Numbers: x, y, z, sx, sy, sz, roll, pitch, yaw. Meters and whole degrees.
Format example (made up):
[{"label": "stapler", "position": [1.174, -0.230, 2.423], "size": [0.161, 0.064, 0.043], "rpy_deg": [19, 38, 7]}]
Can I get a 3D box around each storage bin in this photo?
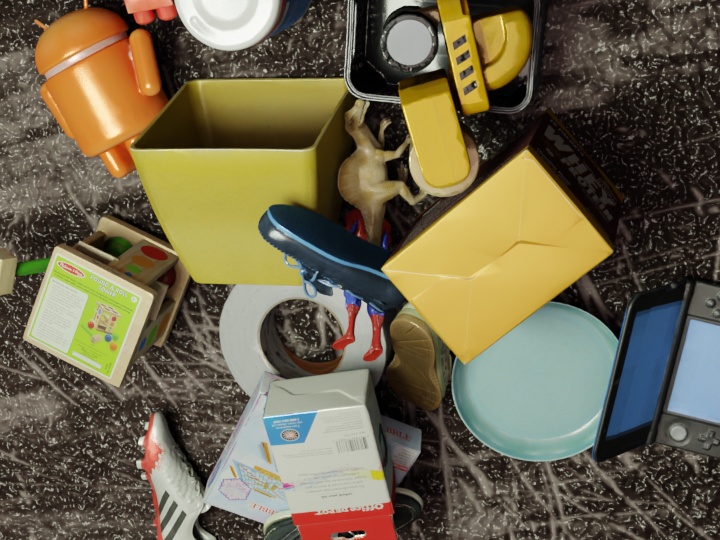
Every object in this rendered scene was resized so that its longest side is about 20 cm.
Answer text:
[{"label": "storage bin", "position": [0.091, -0.247, 1.469], "size": [0.199, 0.094, 0.136], "rpy_deg": [7, 108, 11]}]

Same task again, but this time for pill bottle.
[{"label": "pill bottle", "position": [-0.110, -0.296, 1.445], "size": [0.112, 0.200, 0.113], "rpy_deg": [4, 107, 13]}]

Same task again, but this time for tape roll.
[{"label": "tape roll", "position": [-0.060, 0.071, 1.622], "size": [0.200, 0.066, 0.201], "rpy_deg": [4, 108, 13]}]

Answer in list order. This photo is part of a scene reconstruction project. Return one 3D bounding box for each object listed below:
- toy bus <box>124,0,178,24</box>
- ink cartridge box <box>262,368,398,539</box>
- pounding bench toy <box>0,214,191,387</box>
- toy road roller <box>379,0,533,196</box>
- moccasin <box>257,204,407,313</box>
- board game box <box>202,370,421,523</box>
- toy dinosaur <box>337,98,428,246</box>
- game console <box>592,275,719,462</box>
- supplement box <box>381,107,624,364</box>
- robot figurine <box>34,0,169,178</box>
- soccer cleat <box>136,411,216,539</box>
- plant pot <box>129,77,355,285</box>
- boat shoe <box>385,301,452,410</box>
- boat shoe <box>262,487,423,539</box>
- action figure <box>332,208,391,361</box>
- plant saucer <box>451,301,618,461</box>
[{"label": "toy bus", "position": [-0.217, -0.367, 1.496], "size": [0.199, 0.136, 0.192], "rpy_deg": [-12, 117, 14]}, {"label": "ink cartridge box", "position": [-0.028, 0.213, 1.549], "size": [0.116, 0.067, 0.201], "rpy_deg": [-8, 122, 9]}, {"label": "pounding bench toy", "position": [-0.316, 0.012, 1.617], "size": [0.200, 0.156, 0.125], "rpy_deg": [26, 112, 5]}, {"label": "toy road roller", "position": [0.105, -0.185, 1.375], "size": [0.145, 0.123, 0.201], "rpy_deg": [-13, 103, 6]}, {"label": "moccasin", "position": [-0.027, 0.000, 1.426], "size": [0.200, 0.081, 0.068], "rpy_deg": [28, 119, -30]}, {"label": "board game box", "position": [-0.058, 0.229, 1.635], "size": [0.199, 0.041, 0.200], "rpy_deg": [22, 126, -10]}, {"label": "toy dinosaur", "position": [0.020, -0.092, 1.525], "size": [0.058, 0.101, 0.201], "rpy_deg": [11, 112, 57]}, {"label": "game console", "position": [0.356, 0.120, 1.507], "size": [0.170, 0.118, 0.201], "rpy_deg": [13, 110, 10]}, {"label": "supplement box", "position": [0.155, -0.041, 1.460], "size": [0.197, 0.200, 0.133], "rpy_deg": [-40, 95, 22]}, {"label": "robot figurine", "position": [-0.286, -0.208, 1.563], "size": [0.116, 0.144, 0.200], "rpy_deg": [-31, 100, -18]}, {"label": "soccer cleat", "position": [-0.224, 0.265, 1.728], "size": [0.085, 0.069, 0.201], "rpy_deg": [-2, 110, 5]}, {"label": "plant pot", "position": [-0.112, -0.092, 1.525], "size": [0.199, 0.200, 0.177], "rpy_deg": [1, 119, 14]}, {"label": "boat shoe", "position": [0.073, 0.092, 1.563], "size": [0.073, 0.063, 0.200], "rpy_deg": [25, 152, 14]}, {"label": "boat shoe", "position": [-0.023, 0.305, 1.620], "size": [0.199, 0.066, 0.075], "rpy_deg": [-11, 126, 13]}, {"label": "action figure", "position": [0.000, 0.000, 1.536], "size": [0.065, 0.201, 0.052], "rpy_deg": [20, 147, -24]}, {"label": "plant saucer", "position": [0.203, 0.122, 1.580], "size": [0.199, 0.027, 0.201], "rpy_deg": [1, 112, 3]}]
